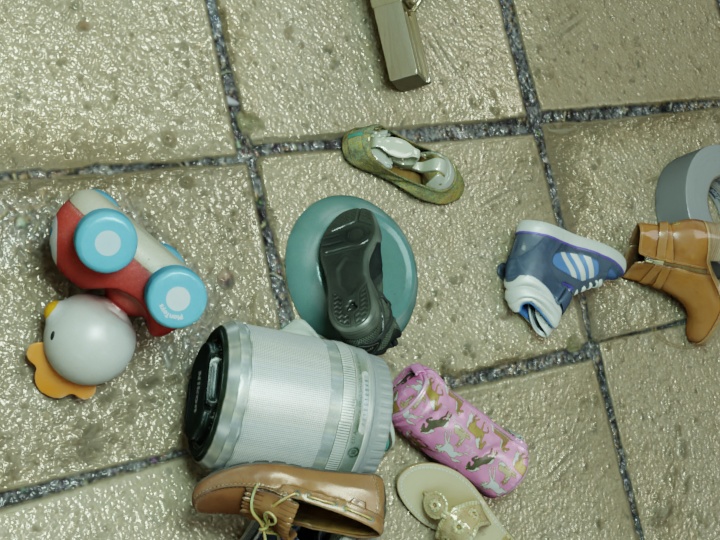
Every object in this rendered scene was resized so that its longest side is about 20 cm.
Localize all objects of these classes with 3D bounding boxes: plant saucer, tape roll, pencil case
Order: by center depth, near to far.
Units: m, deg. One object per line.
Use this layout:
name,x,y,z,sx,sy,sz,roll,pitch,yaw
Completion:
plant saucer,0.000,0.000,1.563,0.199,0.036,0.202,10,73,-33
pencil case,0.118,0.199,1.566,0.200,0.083,0.087,37,61,-21
tape roll,0.547,-0.089,1.953,0.199,0.066,0.202,10,71,-32

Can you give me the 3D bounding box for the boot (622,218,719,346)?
boot,0.459,0.018,1.850,0.154,0.201,0.077,2,32,-9

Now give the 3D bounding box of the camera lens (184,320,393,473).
camera lens,-0.082,0.148,1.371,0.198,0.160,0.161,12,71,-18

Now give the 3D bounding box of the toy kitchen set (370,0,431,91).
toy kitchen set,0.128,-0.349,1.676,0.163,0.198,0.182,10,66,-77

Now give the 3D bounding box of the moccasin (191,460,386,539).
moccasin,-0.074,0.245,1.297,0.199,0.074,0.078,8,52,-5

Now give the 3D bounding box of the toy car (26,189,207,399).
toy car,-0.279,0.039,1.304,0.177,0.184,0.200,40,87,-20

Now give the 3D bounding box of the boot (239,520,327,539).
boot,-0.101,0.320,1.374,0.073,0.090,0.201,39,59,-21

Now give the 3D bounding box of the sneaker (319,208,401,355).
sneaker,0.000,0.024,1.495,0.115,0.076,0.201,70,10,-48

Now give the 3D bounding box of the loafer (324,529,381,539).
loafer,-0.004,0.292,1.401,0.063,0.200,0.072,30,101,-5

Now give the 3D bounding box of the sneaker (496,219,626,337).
sneaker,0.276,0.027,1.731,0.199,0.080,0.148,20,75,-33

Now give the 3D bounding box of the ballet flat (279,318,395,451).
ballet flat,-0.023,0.131,1.502,0.200,0.069,0.070,45,57,-16

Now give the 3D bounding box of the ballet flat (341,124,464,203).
ballet flat,0.069,-0.137,1.629,0.199,0.070,0.071,20,67,-30

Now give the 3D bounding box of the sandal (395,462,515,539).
sandal,0.135,0.315,1.539,0.078,0.070,0.212,-46,110,0
